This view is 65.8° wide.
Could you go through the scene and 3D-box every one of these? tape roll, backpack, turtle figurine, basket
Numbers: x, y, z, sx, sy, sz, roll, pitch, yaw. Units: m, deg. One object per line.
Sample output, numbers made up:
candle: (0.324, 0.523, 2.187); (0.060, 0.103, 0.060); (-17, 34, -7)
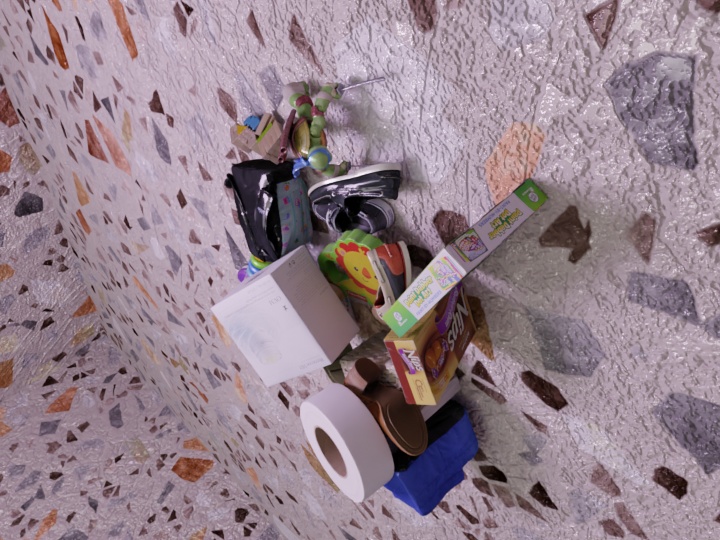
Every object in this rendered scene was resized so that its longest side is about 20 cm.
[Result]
tape roll: (-0.027, 0.310, 1.003); (0.202, 0.070, 0.204); (40, 144, 37)
backpack: (-0.174, -0.118, 1.120); (0.166, 0.126, 0.202); (17, 124, 46)
turtle figurine: (-0.049, -0.234, 0.917); (0.144, 0.199, 0.194); (49, -176, -46)
backpack: (0.126, 0.349, 1.084); (0.162, 0.199, 0.169); (12, 133, 55)
basket: (0.071, 0.201, 1.088); (0.199, 0.135, 0.124); (-6, 110, 53)

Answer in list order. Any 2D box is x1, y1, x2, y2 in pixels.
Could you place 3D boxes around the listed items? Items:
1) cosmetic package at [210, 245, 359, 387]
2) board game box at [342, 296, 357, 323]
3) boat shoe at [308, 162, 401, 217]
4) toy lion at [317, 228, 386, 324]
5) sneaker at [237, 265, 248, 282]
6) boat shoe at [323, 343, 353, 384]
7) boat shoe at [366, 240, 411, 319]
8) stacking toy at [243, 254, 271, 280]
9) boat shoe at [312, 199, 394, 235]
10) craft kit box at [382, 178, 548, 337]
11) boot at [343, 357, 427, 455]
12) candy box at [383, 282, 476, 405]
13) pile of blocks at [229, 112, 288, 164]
cosmetic package: (-0.146, 0.094, 1.076); (0.198, 0.123, 0.201); (-27, 103, 39)
board game box: (-0.098, 0.062, 1.266); (0.199, 0.035, 0.127); (11, 126, 47)
boat shoe: (-0.011, -0.124, 0.926); (0.198, 0.074, 0.067); (-10, 87, 37)
toy lion: (0.000, 0.000, 1.016); (0.199, 0.069, 0.193); (19, 145, 34)
sneaker: (-0.260, 0.068, 1.429); (0.200, 0.088, 0.081); (42, 146, 22)
boat shoe: (-0.063, 0.158, 1.194); (0.069, 0.074, 0.202); (92, 157, -68)
boat shoe: (0.050, 0.044, 0.908); (0.071, 0.062, 0.202); (-118, 16, -52)
stacking toy: (-0.229, -0.034, 1.321); (0.085, 0.085, 0.201); (38, 136, 24)
boat shoe: (-0.031, -0.099, 1.013); (0.199, 0.068, 0.072); (19, 132, 42)
craft kit box: (0.138, -0.014, 0.758); (0.049, 0.197, 0.200); (49, 147, 10)
boot: (0.037, 0.270, 1.005); (0.201, 0.073, 0.155); (53, 145, 30)
candy box: (0.117, 0.102, 0.878); (0.056, 0.200, 0.118); (-6, 115, 35)
pile of blocks: (-0.186, -0.260, 1.095); (0.062, 0.083, 0.199); (26, -177, -43)
